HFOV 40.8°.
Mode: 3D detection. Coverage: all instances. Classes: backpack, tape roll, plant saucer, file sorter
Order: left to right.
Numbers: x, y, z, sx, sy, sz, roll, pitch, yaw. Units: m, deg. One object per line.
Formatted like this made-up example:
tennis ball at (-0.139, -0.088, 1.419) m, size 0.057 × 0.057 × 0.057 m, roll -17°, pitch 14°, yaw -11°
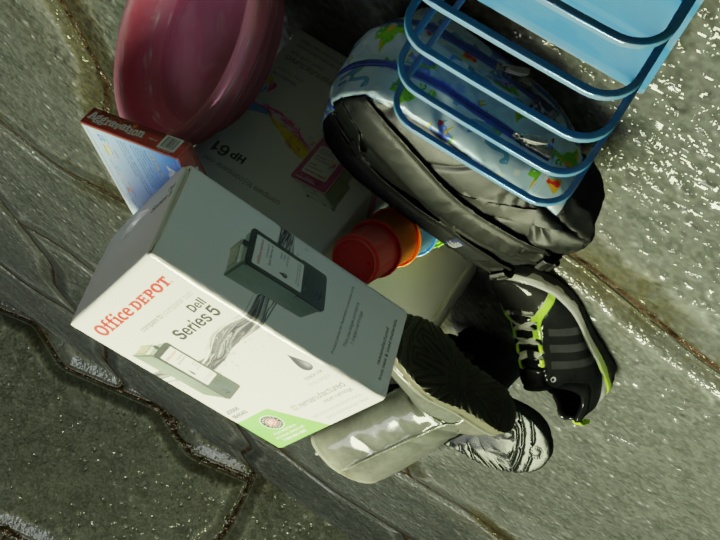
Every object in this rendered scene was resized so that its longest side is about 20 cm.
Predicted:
plant saucer at (-0.125, -0.189, 0.769) m, size 0.051 × 0.202 × 0.200 m, roll 12°, pitch 179°, yaw -43°
tape roll at (0.000, 0.000, 0.989) m, size 0.202 × 0.140 × 0.203 m, roll 30°, pitch 157°, yaw 14°
backpack at (0.066, -0.096, 0.723) m, size 0.199 × 0.155 × 0.163 m, roll 20°, pitch 167°, yaw -17°
file sorter at (0.099, -0.141, 0.519) m, size 0.138 × 0.123 × 0.200 m, roll 32°, pitch 165°, yaw 8°

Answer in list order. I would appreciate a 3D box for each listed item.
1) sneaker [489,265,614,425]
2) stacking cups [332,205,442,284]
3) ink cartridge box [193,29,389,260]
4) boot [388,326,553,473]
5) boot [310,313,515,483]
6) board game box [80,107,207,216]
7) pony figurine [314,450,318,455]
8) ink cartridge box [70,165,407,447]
sneaker at (0.184, 0.078, 0.943) m, size 0.200 × 0.083 × 0.071 m, roll 48°, pitch 155°, yaw -25°
stacking cups at (0.031, -0.035, 0.810) m, size 0.060 × 0.200 × 0.061 m, roll 7°, pitch 106°, yaw 25°
ink cartridge box at (-0.051, -0.082, 0.819) m, size 0.144 × 0.201 × 0.085 m, roll 32°, pitch 158°, yaw 11°
boot at (0.136, 0.126, 1.023) m, size 0.199 × 0.168 × 0.077 m, roll 10°, pitch 116°, yaw 33°
boot at (0.024, 0.130, 0.926) m, size 0.199 × 0.073 × 0.182 m, roll -22°, pitch 124°, yaw 43°
board game box at (-0.139, -0.035, 0.759) m, size 0.102 × 0.019 × 0.201 m, roll 23°, pitch 150°, yaw 30°
pony figurine at (0.020, 0.118, 1.158) m, size 0.166 × 0.192 × 0.202 m, roll 32°, pitch 134°, yaw 50°
ink cartridge box at (-0.090, 0.035, 0.715) m, size 0.199 × 0.084 × 0.145 m, roll 34°, pitch 141°, yaw -21°
